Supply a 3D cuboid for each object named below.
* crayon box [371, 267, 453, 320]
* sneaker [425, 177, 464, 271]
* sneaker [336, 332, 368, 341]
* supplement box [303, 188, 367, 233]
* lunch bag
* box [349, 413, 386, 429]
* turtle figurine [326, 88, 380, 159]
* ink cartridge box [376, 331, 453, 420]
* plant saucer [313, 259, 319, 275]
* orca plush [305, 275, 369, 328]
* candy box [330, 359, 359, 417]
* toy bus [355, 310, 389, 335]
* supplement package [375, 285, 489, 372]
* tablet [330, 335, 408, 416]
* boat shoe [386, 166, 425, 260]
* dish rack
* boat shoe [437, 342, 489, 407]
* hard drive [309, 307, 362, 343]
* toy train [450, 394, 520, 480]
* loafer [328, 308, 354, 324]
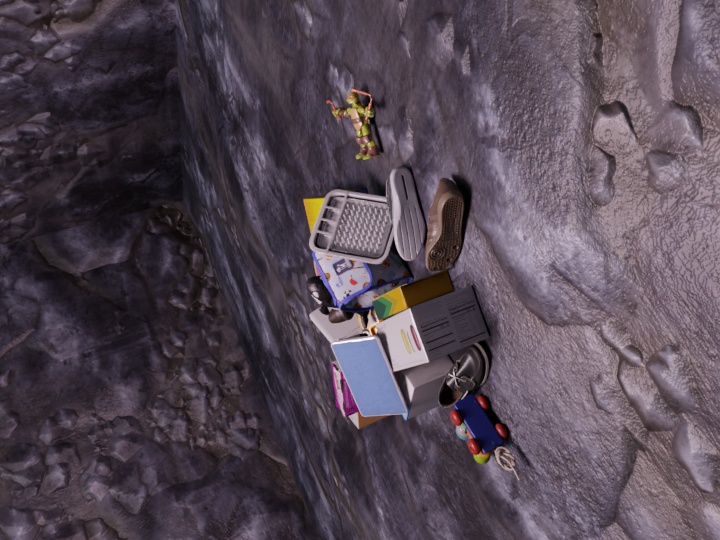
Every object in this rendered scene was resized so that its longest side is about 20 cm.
[{"bbox_3d":[0.117,0.052,1.457,0.052,0.124,0.200,69,157,6],"label":"crayon box"},{"bbox_3d":[0.168,-0.091,1.346,0.077,0.068,0.204,-103,18,-46],"label":"sneaker"},{"bbox_3d":[0.023,0.226,1.541,0.203,0.086,0.074,61,-171,-22],"label":"sneaker"},{"bbox_3d":[-0.060,-0.148,1.757,0.199,0.106,0.113,11,116,65],"label":"supplement box"},{"bbox_3d":[0.000,0.000,1.595,0.172,0.195,0.125,61,148,29],"label":"lunch bag"},{"bbox_3d":[0.020,0.315,1.860,0.097,0.122,0.205,39,140,52],"label":"box"},{"bbox_3d":[-0.005,-0.347,1.557,0.198,0.063,0.165,14,125,55],"label":"turtle figurine"},{"bbox_3d":[0.116,0.216,1.568,0.202,0.122,0.131,55,151,36],"label":"ink cartridge box"},{"bbox_3d":[-0.089,0.000,1.997,0.201,0.050,0.205,48,147,46],"label":"plant saucer"},{"bbox_3d":[-0.043,0.079,1.631,0.200,0.106,0.071,47,168,-27],"label":"orca plush"},{"bbox_3d":[0.028,0.273,1.714,0.061,0.195,0.140,36,139,54],"label":"candy box"},{"bbox_3d":[0.024,0.091,1.750,0.077,0.064,0.205,-28,77,31],"label":"toy bus"},{"bbox_3d":[0.145,0.126,1.403,0.114,0.152,0.200,70,157,7],"label":"supplement package"},{"bbox_3d":[0.021,0.237,1.480,0.127,0.014,0.204,-11,111,31],"label":"tablet"},{"bbox_3d":[0.097,-0.125,1.478,0.071,0.070,0.207,177,87,-75],"label":"boat shoe"},{"bbox_3d":[-0.008,-0.096,1.548,0.194,0.176,0.044,10,155,20],"label":"dish rack"},{"bbox_3d":[0.217,0.228,1.417,0.072,0.066,0.202,54,148,26],"label":"boat shoe"},{"bbox_3d":[-0.039,0.152,1.855,0.200,0.130,0.027,44,159,41],"label":"hard drive"},{"bbox_3d":[0.263,0.374,1.399,0.202,0.083,0.117,58,163,33],"label":"toy train"},{"bbox_3d":[-0.046,0.086,1.811,0.074,0.070,0.200,62,-160,-7],"label":"loafer"}]
